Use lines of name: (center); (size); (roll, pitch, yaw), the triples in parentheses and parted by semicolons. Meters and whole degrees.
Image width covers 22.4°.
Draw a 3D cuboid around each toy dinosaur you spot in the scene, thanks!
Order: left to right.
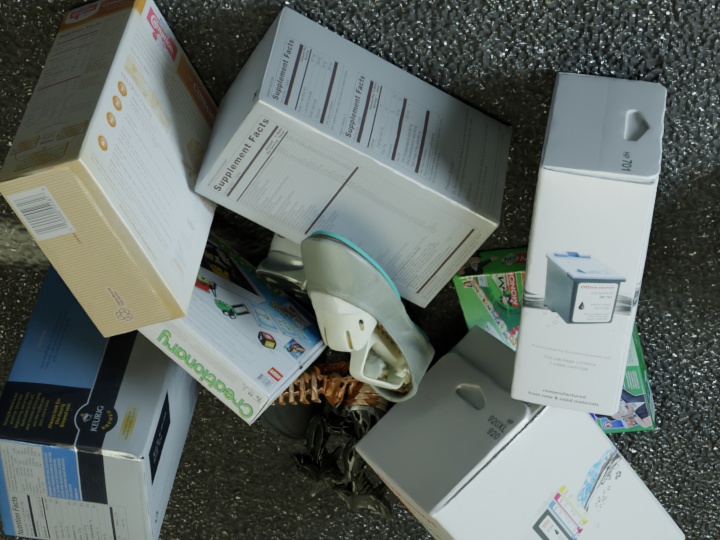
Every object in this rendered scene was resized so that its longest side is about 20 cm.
toy dinosaur: (-0.003, 0.121, 1.528); (0.199, 0.102, 0.137); (17, 97, -15)

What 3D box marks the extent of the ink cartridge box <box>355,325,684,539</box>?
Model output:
ink cartridge box: (0.126, 0.177, 1.458); (0.145, 0.147, 0.200); (-44, 120, -7)

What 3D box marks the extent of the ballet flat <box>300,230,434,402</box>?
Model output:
ballet flat: (0.003, 0.043, 1.354); (0.067, 0.064, 0.200); (12, 158, 29)

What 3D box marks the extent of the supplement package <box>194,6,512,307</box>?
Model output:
supplement package: (-0.004, -0.083, 1.344); (0.199, 0.110, 0.114); (27, 133, -15)

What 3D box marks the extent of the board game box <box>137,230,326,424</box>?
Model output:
board game box: (-0.126, 0.020, 1.407); (0.200, 0.126, 0.035); (40, 120, 5)

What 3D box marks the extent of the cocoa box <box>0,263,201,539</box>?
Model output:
cocoa box: (-0.216, 0.112, 1.508); (0.130, 0.201, 0.134); (7, 135, 5)

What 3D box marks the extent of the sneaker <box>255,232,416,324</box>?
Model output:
sneaker: (0.000, 0.000, 1.453); (0.074, 0.089, 0.200); (12, 165, 33)

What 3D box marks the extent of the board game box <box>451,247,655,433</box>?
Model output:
board game box: (0.163, 0.062, 1.508); (0.134, 0.029, 0.201); (-5, 132, 16)

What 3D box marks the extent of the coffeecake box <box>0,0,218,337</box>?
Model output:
coffeecake box: (-0.170, -0.081, 1.315); (0.073, 0.201, 0.154); (-14, 129, 22)

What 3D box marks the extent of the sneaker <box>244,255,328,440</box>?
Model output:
sneaker: (-0.058, 0.067, 1.527); (0.090, 0.076, 0.201); (-12, 131, 15)

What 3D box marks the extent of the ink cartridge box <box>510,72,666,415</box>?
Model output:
ink cartridge box: (0.166, -0.021, 1.324); (0.085, 0.147, 0.201); (7, 124, 8)
